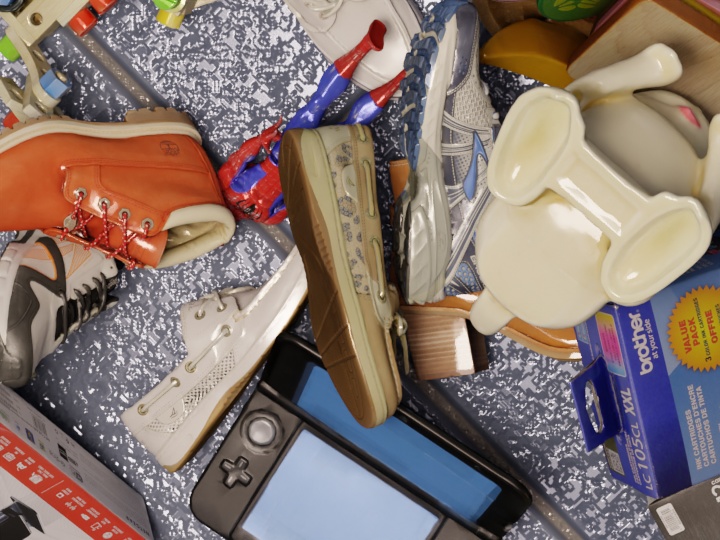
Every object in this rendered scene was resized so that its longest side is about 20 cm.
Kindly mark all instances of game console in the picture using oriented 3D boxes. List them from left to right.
[{"bbox_3d":[-0.005,0.155,1.752,0.200,0.116,0.176,34,102,4],"label":"game console"}]

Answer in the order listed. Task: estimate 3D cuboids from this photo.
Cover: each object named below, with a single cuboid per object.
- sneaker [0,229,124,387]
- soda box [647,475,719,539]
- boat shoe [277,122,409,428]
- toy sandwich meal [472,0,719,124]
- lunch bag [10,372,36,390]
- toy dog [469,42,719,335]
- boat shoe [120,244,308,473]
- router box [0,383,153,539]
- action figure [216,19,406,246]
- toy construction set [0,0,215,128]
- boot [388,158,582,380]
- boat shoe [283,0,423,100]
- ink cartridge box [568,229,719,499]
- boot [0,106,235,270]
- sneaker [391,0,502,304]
[{"bbox_3d":[-0.201,0.011,1.728,0.080,0.200,0.074,13,123,-2],"label":"sneaker"},{"bbox_3d":[0.263,0.214,1.727,0.063,0.071,0.201,-27,101,13],"label":"soda box"},{"bbox_3d":[0.000,0.000,1.664,0.062,0.073,0.201,-10,80,-19],"label":"boat shoe"},{"bbox_3d":[0.165,-0.156,1.656,0.204,0.205,0.070,4,57,9],"label":"toy sandwich meal"},{"bbox_3d":[-0.347,0.026,1.786,0.164,0.118,0.200,-33,76,13],"label":"lunch bag"},{"bbox_3d":[0.160,-0.043,1.605,0.139,0.200,0.194,33,120,11],"label":"toy dog"},{"bbox_3d":[-0.095,0.045,1.774,0.069,0.071,0.200,39,103,3],"label":"boat shoe"},{"bbox_3d":[-0.268,0.171,1.770,0.179,0.200,0.049,-31,47,13],"label":"router box"},{"bbox_3d":[-0.040,-0.081,1.740,0.065,0.052,0.200,34,122,-22],"label":"action figure"},{"bbox_3d":[-0.177,-0.178,1.751,0.200,0.092,0.131,-43,90,2],"label":"toy construction set"},{"bbox_3d":[0.116,-0.015,1.732,0.199,0.074,0.155,-8,91,5],"label":"boot"},{"bbox_3d":[-0.023,-0.196,1.729,0.072,0.066,0.200,-33,92,12],"label":"boat shoe"},{"bbox_3d":[0.218,0.057,1.670,0.199,0.076,0.137,-19,105,-16],"label":"ink cartridge box"},{"bbox_3d":[-0.177,-0.044,1.707,0.107,0.199,0.075,60,144,29],"label":"boot"},{"bbox_3d":[0.069,-0.077,1.669,0.085,0.077,0.201,0,109,-11],"label":"sneaker"}]
